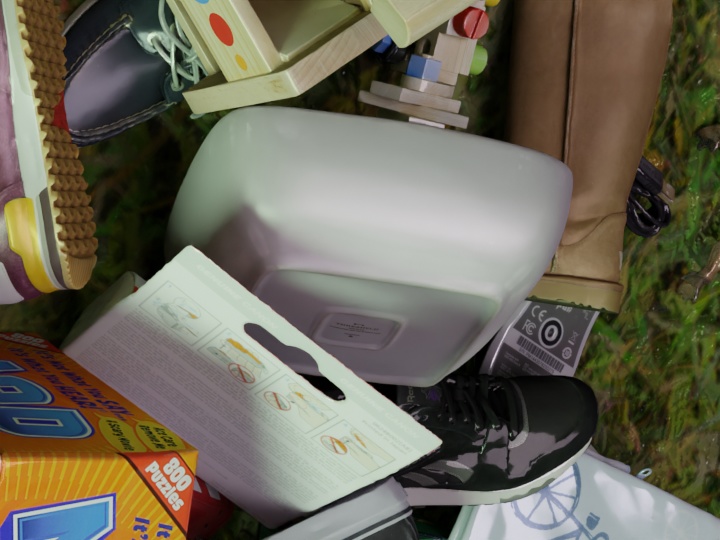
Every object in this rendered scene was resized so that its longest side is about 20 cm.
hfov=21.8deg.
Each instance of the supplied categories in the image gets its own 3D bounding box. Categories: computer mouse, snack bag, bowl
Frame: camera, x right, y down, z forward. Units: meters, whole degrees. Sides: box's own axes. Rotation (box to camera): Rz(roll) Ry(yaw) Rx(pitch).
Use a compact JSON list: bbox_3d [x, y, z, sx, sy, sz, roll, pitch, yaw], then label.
[{"bbox_3d":[0.123,0.005,1.196,0.110,0.044,0.200,35,81,-34],"label":"computer mouse"},{"bbox_3d":[0.136,0.208,1.183,0.200,0.021,0.189,26,81,-22],"label":"snack bag"},{"bbox_3d":[0.000,0.000,0.997,0.200,0.200,0.075,8,64,-14],"label":"bowl"}]

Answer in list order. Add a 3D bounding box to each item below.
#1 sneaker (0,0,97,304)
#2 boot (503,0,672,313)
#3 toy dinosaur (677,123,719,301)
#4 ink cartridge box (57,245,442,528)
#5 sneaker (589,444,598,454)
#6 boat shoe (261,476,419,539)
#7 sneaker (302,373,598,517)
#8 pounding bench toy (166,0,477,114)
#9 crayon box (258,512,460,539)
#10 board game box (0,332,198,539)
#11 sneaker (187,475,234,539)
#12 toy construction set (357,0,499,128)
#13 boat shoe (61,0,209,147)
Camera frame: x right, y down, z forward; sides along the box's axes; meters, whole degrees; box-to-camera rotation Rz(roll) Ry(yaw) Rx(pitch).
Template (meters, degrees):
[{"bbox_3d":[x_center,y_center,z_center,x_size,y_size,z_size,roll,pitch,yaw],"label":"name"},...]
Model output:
[{"bbox_3d":[-0.195,-0.082,0.941,0.090,0.075,0.200,-9,89,9],"label":"sneaker"},{"bbox_3d":[0.093,-0.083,1.136,0.175,0.066,0.200,8,86,-12],"label":"boot"},{"bbox_3d":[0.293,-0.036,1.277,0.135,0.086,0.200,9,82,-45],"label":"toy dinosaur"},{"bbox_3d":[-0.058,0.053,0.968,0.160,0.200,0.047,38,57,-11],"label":"ink cartridge box"},{"bbox_3d":[0.139,0.177,1.244,0.071,0.080,0.200,-43,102,-28],"label":"sneaker"},{"bbox_3d":[-0.044,0.180,1.004,0.200,0.072,0.071,-25,84,-26],"label":"boat shoe"},{"bbox_3d":[0.046,0.092,1.098,0.200,0.076,0.088,-13,144,-7],"label":"sneaker"},{"bbox_3d":[-0.032,-0.178,0.881,0.124,0.200,0.156,-36,106,-23],"label":"pounding bench toy"},{"bbox_3d":[-0.015,0.254,1.166,0.119,0.058,0.200,4,101,-35],"label":"crayon box"},{"bbox_3d":[-0.223,0.152,0.910,0.200,0.200,0.200,2,103,-33],"label":"board game box"},{"bbox_3d":[-0.118,0.177,1.050,0.115,0.078,0.200,-2,93,-35],"label":"sneaker"},{"bbox_3d":[0.061,-0.158,1.051,0.092,0.131,0.200,27,88,-35],"label":"toy construction set"},{"bbox_3d":[-0.088,-0.130,1.003,0.200,0.062,0.075,-35,122,-20],"label":"boat shoe"}]
